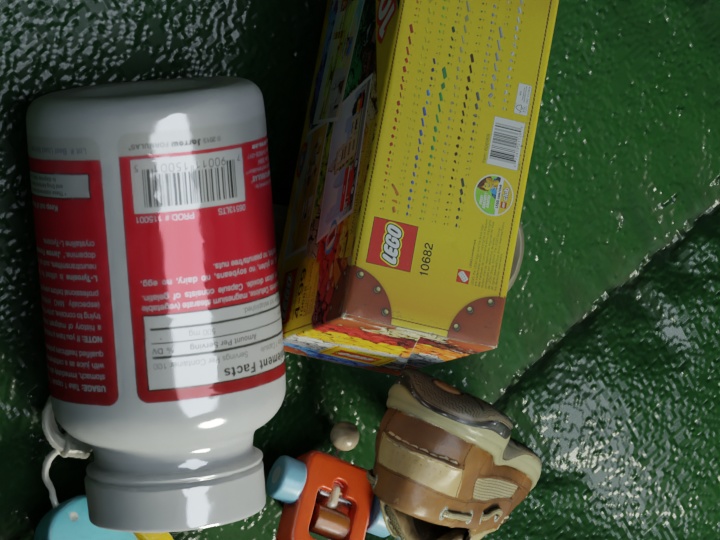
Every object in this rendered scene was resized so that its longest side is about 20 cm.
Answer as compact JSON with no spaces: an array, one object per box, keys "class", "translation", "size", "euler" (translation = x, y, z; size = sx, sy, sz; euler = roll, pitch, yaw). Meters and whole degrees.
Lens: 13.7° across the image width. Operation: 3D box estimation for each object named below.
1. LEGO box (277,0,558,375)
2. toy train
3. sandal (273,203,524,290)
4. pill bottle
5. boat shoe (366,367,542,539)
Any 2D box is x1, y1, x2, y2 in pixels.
[{"class":"LEGO box","translation":[0.024,-0.060,1.400],"size":[0.077,0.149,0.201],"euler":[13,80,-14]},{"class":"toy train","translation":[-0.082,0.134,1.480],"size":[0.199,0.056,0.151],"euler":[18,68,-24]},{"class":"sandal","translation":[0.000,0.000,1.490],"size":[0.199,0.054,0.081],"euler":[1,101,-31]},{"class":"pill bottle","translation":[-0.093,0.015,1.390],"size":[0.112,0.112,0.202],"euler":[-8,99,-29]},{"class":"boat shoe","translation":[0.038,0.104,1.480],"size":[0.074,0.075,0.200],"euler":[-65,164,-8]}]
